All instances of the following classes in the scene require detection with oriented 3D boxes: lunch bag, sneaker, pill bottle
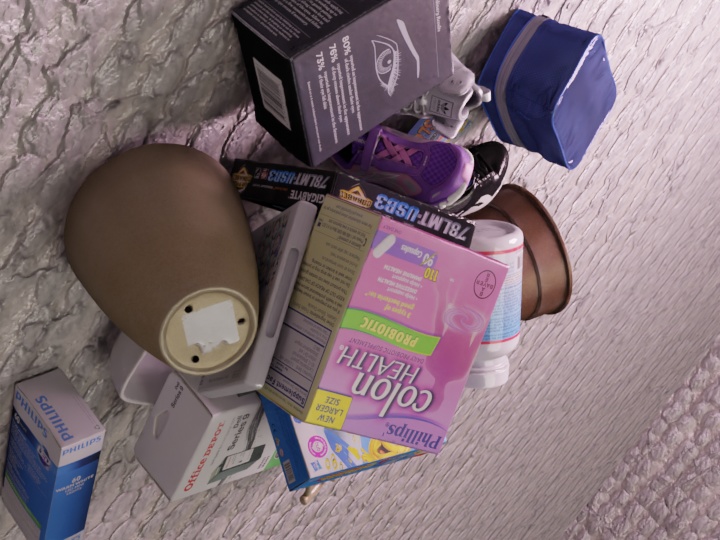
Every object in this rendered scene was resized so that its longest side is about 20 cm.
[{"bbox_3d":[0.233,-0.229,1.520,0.137,0.131,0.200,-57,153,-10],"label":"lunch bag"},{"bbox_3d":[0.142,-0.117,1.553,0.200,0.073,0.112,-41,176,-26],"label":"sneaker"},{"bbox_3d":[0.051,-0.197,1.324,0.199,0.115,0.076,-25,143,-34],"label":"sneaker"},{"bbox_3d":[0.152,0.043,1.537,0.108,0.108,0.203,-16,112,-43],"label":"pill bottle"},{"bbox_3d":[0.035,-0.126,1.342,0.088,0.199,0.081,35,76,-46],"label":"sneaker"}]

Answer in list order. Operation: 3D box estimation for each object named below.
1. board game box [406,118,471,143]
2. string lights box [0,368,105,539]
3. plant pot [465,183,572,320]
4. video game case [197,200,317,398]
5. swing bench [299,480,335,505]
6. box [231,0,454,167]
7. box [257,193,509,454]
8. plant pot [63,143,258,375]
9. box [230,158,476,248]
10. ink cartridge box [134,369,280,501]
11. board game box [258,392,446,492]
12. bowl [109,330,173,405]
[{"bbox_3d":[0.055,-0.122,1.473,0.200,0.034,0.135,-50,172,8],"label":"board game box"},{"bbox_3d":[-0.350,0.221,1.348,0.059,0.103,0.201,-19,143,-39],"label":"string lights box"},{"bbox_3d":[0.161,0.006,1.684,0.197,0.201,0.201,-24,146,-22],"label":"plant pot"},{"bbox_3d":[-0.107,0.034,1.203,0.200,0.023,0.184,157,-49,-68],"label":"video game case"},{"bbox_3d":[-0.029,0.195,1.725,0.199,0.130,0.200,-24,145,-35],"label":"swing bench"},{"bbox_3d":[-0.012,-0.227,1.200,0.199,0.104,0.149,-35,145,-20],"label":"box"},{"bbox_3d":[0.022,0.054,1.151,0.175,0.096,0.202,20,93,-38],"label":"box"},{"bbox_3d":[-0.171,0.005,1.139,0.185,0.200,0.189,-12,123,-19],"label":"plant pot"},{"bbox_3d":[-0.012,-0.067,1.277,0.199,0.198,0.050,17,87,-38],"label":"box"},{"bbox_3d":[-0.152,0.177,1.427,0.199,0.084,0.147,-11,138,-48],"label":"ink cartridge box"},{"bbox_3d":[-0.020,0.132,1.387,0.194,0.202,0.056,-9,163,-34],"label":"board game box"},{"bbox_3d":[-0.191,0.060,1.383,0.201,0.075,0.199,-54,151,14],"label":"bowl"}]
